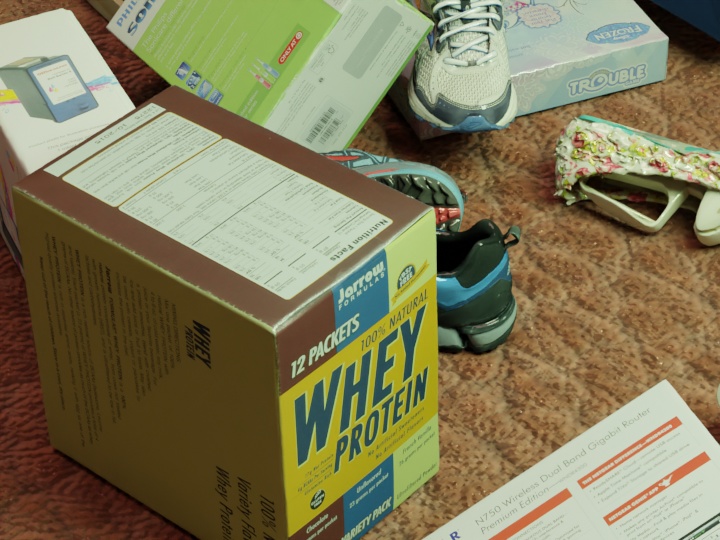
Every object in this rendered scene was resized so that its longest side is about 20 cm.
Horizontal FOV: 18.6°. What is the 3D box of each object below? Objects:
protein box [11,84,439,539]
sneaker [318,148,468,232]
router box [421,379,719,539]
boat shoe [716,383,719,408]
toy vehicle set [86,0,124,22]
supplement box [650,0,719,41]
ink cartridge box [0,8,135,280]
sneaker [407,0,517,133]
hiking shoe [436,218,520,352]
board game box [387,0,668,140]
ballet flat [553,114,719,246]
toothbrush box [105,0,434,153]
[{"bbox_3d":[-0.073,0.036,1.254,0.200,0.199,0.135,27,47,32],"label":"protein box"},{"bbox_3d":[-0.027,-0.041,1.471,0.199,0.080,0.096,5,16,10],"label":"sneaker"},{"bbox_3d":[0.126,0.175,1.130,0.200,0.049,0.180,-33,43,0],"label":"router box"},{"bbox_3d":[0.256,0.124,1.231,0.075,0.062,0.200,-34,32,2],"label":"boat shoe"},{"bbox_3d":[-0.106,-0.232,1.736,0.200,0.027,0.124,-24,43,-25],"label":"toy vehicle set"},{"bbox_3d":[0.288,-0.290,1.671,0.199,0.135,0.200,-19,44,-37],"label":"supplement box"},{"bbox_3d":[-0.187,-0.054,1.419,0.087,0.146,0.200,-16,41,-16],"label":"ink cartridge box"},{"bbox_3d":[0.068,-0.174,1.542,0.077,0.085,0.200,-3,41,-2],"label":"sneaker"},{"bbox_3d":[0.000,0.000,1.388,0.199,0.087,0.075,-2,38,0],"label":"hiking shoe"},{"bbox_3d":[0.099,-0.188,1.658,0.199,0.043,0.199,-14,40,-15],"label":"board game box"},{"bbox_3d":[0.220,-0.051,1.474,0.199,0.076,0.064,15,72,26],"label":"ballet flat"},{"bbox_3d":[-0.067,-0.174,1.555,0.200,0.086,0.146,40,98,41],"label":"toothbrush box"}]
